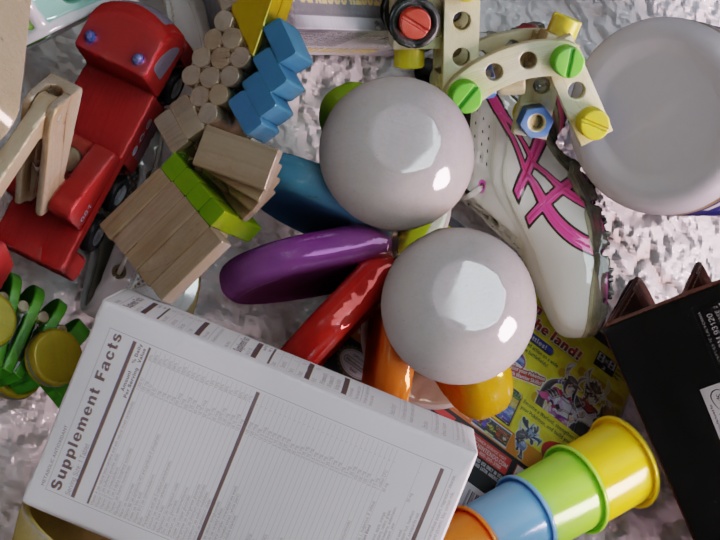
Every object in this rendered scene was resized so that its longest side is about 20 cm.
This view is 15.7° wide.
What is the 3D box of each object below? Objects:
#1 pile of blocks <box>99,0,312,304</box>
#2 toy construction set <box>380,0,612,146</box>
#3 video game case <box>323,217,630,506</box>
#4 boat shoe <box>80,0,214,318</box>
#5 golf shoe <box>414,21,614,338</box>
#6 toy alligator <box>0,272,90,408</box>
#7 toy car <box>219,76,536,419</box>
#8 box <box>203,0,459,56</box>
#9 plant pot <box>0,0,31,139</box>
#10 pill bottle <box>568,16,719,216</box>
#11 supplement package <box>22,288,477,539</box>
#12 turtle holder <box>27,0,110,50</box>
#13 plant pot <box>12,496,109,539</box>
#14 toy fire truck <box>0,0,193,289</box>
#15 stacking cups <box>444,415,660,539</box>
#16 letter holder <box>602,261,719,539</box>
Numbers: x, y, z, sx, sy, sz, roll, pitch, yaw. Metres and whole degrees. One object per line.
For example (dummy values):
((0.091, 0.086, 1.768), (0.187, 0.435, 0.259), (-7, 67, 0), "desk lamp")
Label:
((-0.061, -0.076, 1.376), (0.200, 0.082, 0.062), (-67, 155, 0), "pile of blocks")
((0.077, -0.170, 1.474), (0.131, 0.092, 0.201), (-1, 90, -7), "toy construction set")
((0.059, 0.077, 1.542), (0.200, 0.025, 0.181), (37, 62, -19), "video game case")
((-0.122, -0.067, 1.435), (0.069, 0.071, 0.201), (10, 73, -28), "boat shoe")
((0.093, -0.048, 1.569), (0.092, 0.073, 0.201), (-13, 72, -10), "golf shoe")
((-0.207, 0.017, 1.368), (0.200, 0.059, 0.054), (31, 64, -22), "toy alligator")
((0.000, 0.000, 1.423), (0.150, 0.175, 0.201), (-21, 81, -8), "toy car")
((-0.024, -0.206, 1.505), (0.200, 0.048, 0.159), (-7, 82, -55), "box")
((-0.269, -0.111, 1.245), (0.177, 0.200, 0.200), (36, 27, -26), "plant pot")
((0.210, -0.090, 1.581), (0.200, 0.115, 0.116), (-2, 77, -66), "pill bottle")
((-0.053, 0.097, 1.316), (0.200, 0.110, 0.114), (23, 93, 0), "supplement package")
((-0.190, -0.186, 1.395), (0.132, 0.141, 0.186), (62, 20, -5), "turtle holder")
((-0.104, 0.216, 1.326), (0.200, 0.200, 0.142), (19, 98, -27), "plant pot")
((-0.159, -0.058, 1.334), (0.049, 0.141, 0.200), (26, 82, 12), "toy fire truck")
((0.082, 0.153, 1.490), (0.200, 0.060, 0.061), (-29, 94, -30), "stacking cups")
((0.237, 0.091, 1.566), (0.200, 0.100, 0.142), (66, 16, -7), "letter holder")
